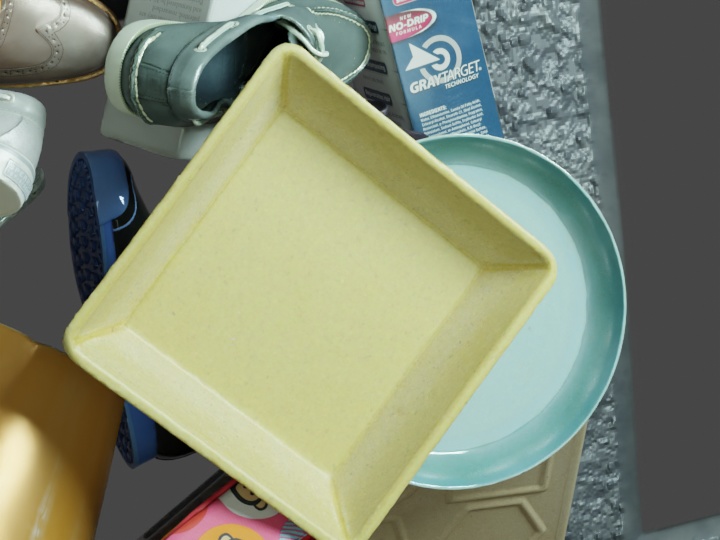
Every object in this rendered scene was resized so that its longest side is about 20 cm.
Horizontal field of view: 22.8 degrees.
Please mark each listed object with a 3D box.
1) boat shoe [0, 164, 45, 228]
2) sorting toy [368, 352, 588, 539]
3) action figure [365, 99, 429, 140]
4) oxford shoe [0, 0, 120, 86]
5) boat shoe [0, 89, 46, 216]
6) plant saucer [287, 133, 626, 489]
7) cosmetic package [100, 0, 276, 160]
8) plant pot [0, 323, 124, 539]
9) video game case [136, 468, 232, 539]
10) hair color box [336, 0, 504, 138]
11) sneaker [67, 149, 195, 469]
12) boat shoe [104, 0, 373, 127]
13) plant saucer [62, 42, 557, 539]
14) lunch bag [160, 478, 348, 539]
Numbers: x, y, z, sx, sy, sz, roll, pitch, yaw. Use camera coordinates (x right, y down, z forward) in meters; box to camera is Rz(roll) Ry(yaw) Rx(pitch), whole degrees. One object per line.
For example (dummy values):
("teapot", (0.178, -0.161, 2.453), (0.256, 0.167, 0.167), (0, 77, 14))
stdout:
("boat shoe", (-0.268, -0.003, 1.032), (0.202, 0.074, 0.065), (-49, 132, -11))
("sorting toy", (0.043, 0.138, 1.101), (0.183, 0.037, 0.202), (-6, 127, -12))
("action figure", (0.000, 0.000, 1.087), (0.069, 0.130, 0.202), (-7, 119, -14))
("oxford shoe", (-0.228, -0.141, 1.006), (0.198, 0.073, 0.072), (7, 99, -21))
("boat shoe", (-0.265, -0.080, 0.988), (0.072, 0.198, 0.069), (61, 40, -52))
("plant saucer", (0.054, 0.023, 1.018), (0.198, 0.027, 0.202), (-2, 98, -13))
("cosmetic package", (-0.075, -0.164, 1.043), (0.101, 0.074, 0.202), (2, 102, -53))
("plant pot", (-0.227, 0.129, 1.022), (0.199, 0.200, 0.185), (29, 75, -22))
("video game case", (-0.064, 0.194, 1.159), (0.200, 0.017, 0.144), (-39, 111, -15))
("hair color box", (0.040, -0.104, 1.100), (0.060, 0.100, 0.202), (-20, 107, -15))
("sneaker", (-0.126, 0.018, 1.091), (0.077, 0.070, 0.202), (-16, 110, -24))
("boat shoe", (-0.050, -0.112, 0.987), (0.199, 0.061, 0.074), (-15, 115, -49))
("plant saucer", (-0.027, 0.015, 0.961), (0.199, 0.048, 0.201), (38, 87, -15))
("lunch bag", (-0.096, 0.204, 1.017), (0.082, 0.201, 0.176), (43, 48, 15))
